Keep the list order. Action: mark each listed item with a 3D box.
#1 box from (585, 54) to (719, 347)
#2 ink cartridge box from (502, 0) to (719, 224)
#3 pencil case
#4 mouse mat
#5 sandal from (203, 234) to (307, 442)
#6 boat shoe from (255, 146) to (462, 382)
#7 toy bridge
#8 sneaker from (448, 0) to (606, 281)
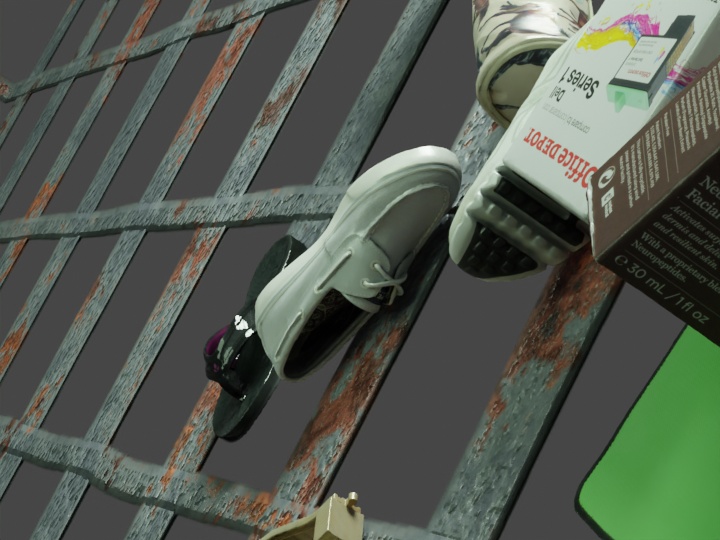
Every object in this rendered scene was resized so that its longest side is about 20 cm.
[{"bbox_3d":[0.203,-0.058,0.941,0.200,0.100,0.075,-46,22,29],"label":"box"},{"bbox_3d":[0.175,-0.104,1.112,0.200,0.084,0.145,-57,19,5],"label":"ink cartridge box"},{"bbox_3d":[0.115,-0.160,1.356,0.089,0.078,0.200,-21,33,17],"label":"pencil case"},{"bbox_3d":[0.178,0.052,0.990,0.200,0.008,0.161,-58,19,4],"label":"mouse mat"},{"bbox_3d":[-0.087,0.047,1.589,0.075,0.048,0.201,-44,23,37],"label":"sandal"},{"bbox_3d":[0.000,0.000,1.428,0.200,0.072,0.069,-41,47,27],"label":"boat shoe"},{"bbox_3d":[-0.061,0.198,1.331,0.200,0.027,0.067,-47,21,29],"label":"toy bridge"},{"bbox_3d":[0.120,-0.079,1.227,0.200,0.075,0.081,-50,26,1],"label":"sneaker"}]
